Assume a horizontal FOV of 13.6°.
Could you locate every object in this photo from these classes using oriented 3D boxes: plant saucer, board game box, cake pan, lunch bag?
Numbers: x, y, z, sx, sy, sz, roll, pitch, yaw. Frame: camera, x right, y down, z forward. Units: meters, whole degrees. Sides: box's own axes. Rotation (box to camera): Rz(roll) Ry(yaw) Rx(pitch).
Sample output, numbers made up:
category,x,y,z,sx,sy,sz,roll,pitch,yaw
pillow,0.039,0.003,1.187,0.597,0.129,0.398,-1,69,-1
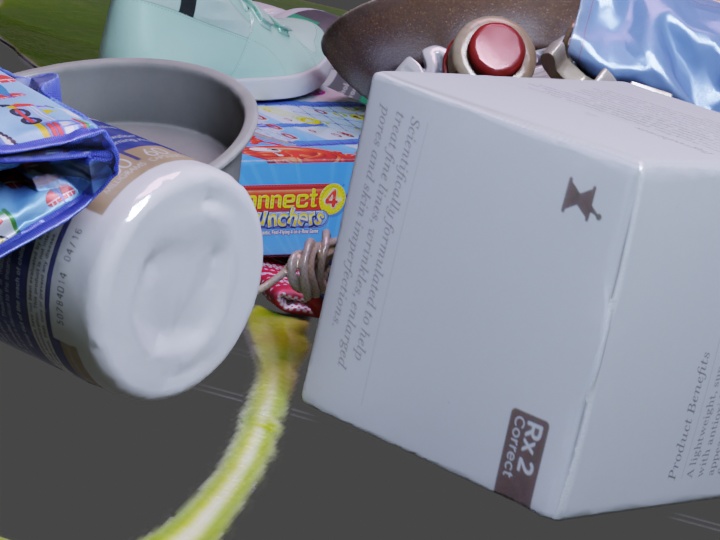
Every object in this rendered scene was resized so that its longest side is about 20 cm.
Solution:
category,x,y,z,sx,sy,sz,roll,pitch,yaw
plant saucer,0.077,-0.122,1.751,0.200,0.037,0.200,-3,-15,-1
board game box,-0.065,-0.062,1.726,0.195,0.056,0.200,-2,17,-33
cake pan,-0.149,-0.054,1.555,0.199,0.037,0.200,-6,27,3
lunch bag,-0.210,-0.040,1.286,0.200,0.094,0.150,-23,30,-31

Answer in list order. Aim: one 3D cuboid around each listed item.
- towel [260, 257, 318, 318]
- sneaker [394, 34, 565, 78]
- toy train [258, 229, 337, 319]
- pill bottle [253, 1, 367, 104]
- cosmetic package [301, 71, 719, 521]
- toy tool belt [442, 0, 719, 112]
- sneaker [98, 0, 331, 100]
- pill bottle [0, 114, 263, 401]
category,x,y,z,sx,sy,sz,roll,pitch,yaw
towel,0.000,0.000,1.691,0.144,0.023,0.200,10,12,-15
sneaker,0.118,-0.092,1.661,0.199,0.075,0.081,-15,42,-4
toy train,0.034,0.016,1.530,0.116,0.085,0.200,38,31,10
pill bottle,-0.015,-0.106,1.963,0.200,0.114,0.113,22,14,41
cosmetic package,0.109,0.007,1.403,0.165,0.165,0.200,22,15,40
toy tool belt,0.149,-0.105,1.569,0.199,0.125,0.123,16,-19,-4
sneaker,-0.074,-0.162,1.760,0.074,0.119,0.200,14,15,30
pill bottle,-0.150,-0.021,1.384,0.200,0.111,0.111,22,14,37
